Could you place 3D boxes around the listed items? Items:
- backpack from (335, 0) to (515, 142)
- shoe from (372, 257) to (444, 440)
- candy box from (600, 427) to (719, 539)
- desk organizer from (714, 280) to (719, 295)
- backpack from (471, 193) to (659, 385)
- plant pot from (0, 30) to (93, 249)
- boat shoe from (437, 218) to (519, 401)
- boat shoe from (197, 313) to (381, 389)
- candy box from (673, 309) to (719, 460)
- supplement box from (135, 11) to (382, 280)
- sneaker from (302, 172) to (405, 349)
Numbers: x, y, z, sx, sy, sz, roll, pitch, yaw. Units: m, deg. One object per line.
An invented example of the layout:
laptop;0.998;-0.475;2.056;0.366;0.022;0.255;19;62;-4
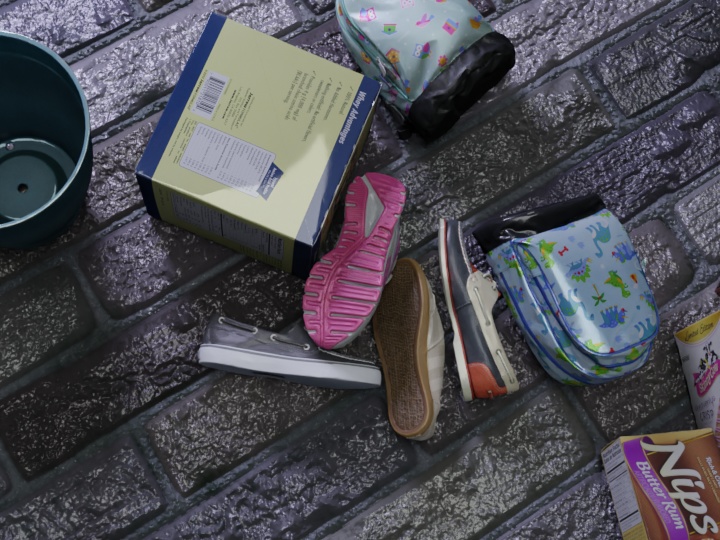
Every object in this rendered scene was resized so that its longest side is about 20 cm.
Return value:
backpack;0.063;-0.269;1.226;0.167;0.127;0.200;-41;79;-10
shoe;0.056;0.086;1.176;0.069;0.053;0.203;-15;66;30
candy box;0.334;0.270;1.121;0.115;0.057;0.203;-2;65;-16
desk organizer;0.461;-0.008;1.158;0.076;0.200;0.072;31;75;5
backpack;0.234;0.025;1.168;0.161;0.153;0.203;-14;91;-26
plant pot;-0.363;-0.112;1.112;0.197;0.188;0.203;1;76;-5
boat shoe;0.124;0.039;1.177;0.062;0.071;0.203;-11;82;6
boat shoe;-0.073;0.083;1.156;0.197;0.070;0.067;8;76;4
candy box;0.406;0.146;1.146;0.060;0.137;0.203;-8;75;-8
supplement box;-0.107;-0.130;1.168;0.197;0.134;0.202;22;75;1
sneaker;0.000;0.000;1.163;0.080;0.089;0.202;19;66;13
